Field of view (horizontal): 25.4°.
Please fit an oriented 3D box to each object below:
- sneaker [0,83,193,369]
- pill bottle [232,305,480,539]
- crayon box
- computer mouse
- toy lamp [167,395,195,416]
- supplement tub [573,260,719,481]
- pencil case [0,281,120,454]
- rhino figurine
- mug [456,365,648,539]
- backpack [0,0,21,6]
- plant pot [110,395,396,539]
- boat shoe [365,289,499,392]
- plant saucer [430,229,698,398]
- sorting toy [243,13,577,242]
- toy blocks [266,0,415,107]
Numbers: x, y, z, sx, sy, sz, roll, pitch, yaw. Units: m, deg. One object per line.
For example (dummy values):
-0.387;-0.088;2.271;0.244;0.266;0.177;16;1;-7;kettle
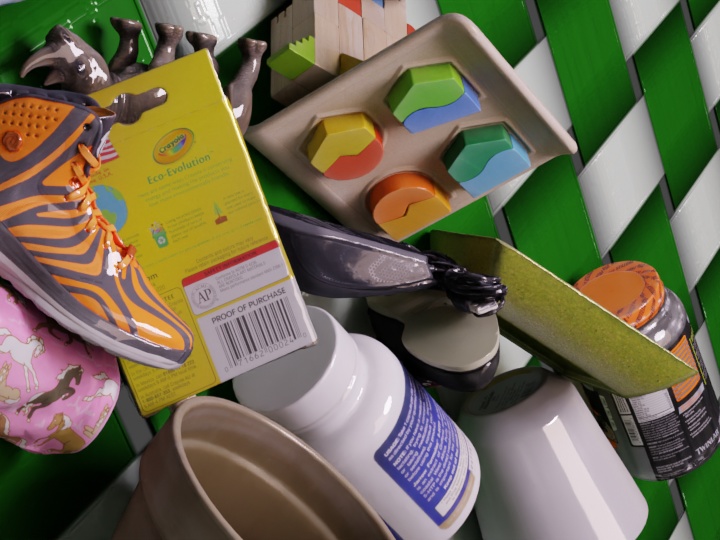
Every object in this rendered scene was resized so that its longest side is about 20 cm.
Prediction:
-0.159;-0.033;0.929;0.199;0.078;0.112;37;93;-16;sneaker
-0.005;0.118;1.187;0.200;0.119;0.121;50;50;-41;pill bottle
-0.120;-0.025;1.010;0.126;0.051;0.202;-22;105;-12;crayon box
0.000;0.000;1.187;0.198;0.138;0.053;16;96;-21;computer mouse
-0.124;0.072;1.080;0.058;0.058;0.202;-18;105;-53;toy lamp
0.278;0.098;1.580;0.123;0.122;0.201;-54;130;-41;supplement tub
-0.226;0.049;0.915;0.199;0.086;0.083;25;36;-51;pencil case
-0.143;-0.120;1.055;0.199;0.059;0.088;0;99;-51;rhino figurine
0.148;0.168;1.415;0.149;0.186;0.154;-31;107;-15;mug
-0.222;-0.221;0.899;0.199;0.153;0.165;-20;103;-30;backpack
-0.089;0.209;0.996;0.174;0.200;0.199;-49;144;15;plant pot
0.060;0.055;1.233;0.073;0.201;0.064;-21;109;-13;boat shoe
0.151;0.041;1.314;0.199;0.200;0.048;33;86;-13;plant saucer
0.039;-0.092;1.194;0.185;0.199;0.037;40;34;-46;sorting toy
0.003;-0.167;1.240;0.199;0.100;0.138;28;47;-36;toy blocks
